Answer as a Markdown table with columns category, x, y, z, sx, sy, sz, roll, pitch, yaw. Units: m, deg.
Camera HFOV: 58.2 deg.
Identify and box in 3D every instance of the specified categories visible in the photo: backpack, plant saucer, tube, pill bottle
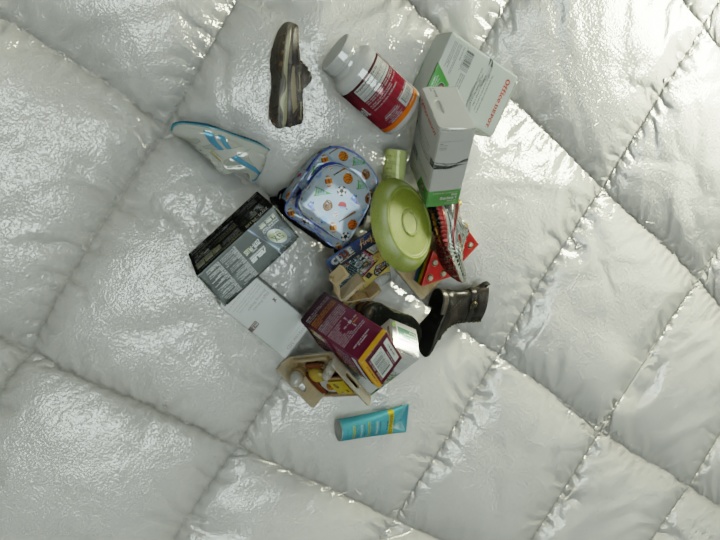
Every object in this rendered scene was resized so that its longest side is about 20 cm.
| category | x | y | z | sx | sy | sz | roll | pitch | yaw |
| --- | --- | --- | --- | --- | --- | --- | --- | --- | --- |
| backpack | -0.058 | -0.161 | 1.354 | 0.198 | 0.153 | 0.193 | 34 | 81 | -23 |
| plant saucer | 0.095 | -0.099 | 1.365 | 0.197 | 0.031 | 0.206 | 15 | 70 | -47 |
| tube | 0.032 | 0.381 | 1.601 | 0.195 | 0.050 | 0.080 | -4 | 114 | -26 |
| tube | 0.069 | -0.167 | 1.441 | 0.050 | 0.058 | 0.206 | 5 | 100 | -14 |
| pill bottle | 0.020 | -0.385 | 1.334 | 0.198 | 0.113 | 0.114 | 36 | 91 | -26 |

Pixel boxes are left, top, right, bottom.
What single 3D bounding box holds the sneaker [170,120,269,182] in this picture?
| category | x | y | z | sx | sy | sz | roll | pitch | yaw |
| --- | --- | --- | --- | --- | --- | --- | --- | --- | --- |
| sneaker | -0.280 | -0.239 | 1.277 | 0.196 | 0.076 | 0.083 | 17 | 101 | -23 |

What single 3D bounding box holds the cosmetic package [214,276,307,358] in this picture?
| category | x | y | z | sx | sy | sz | roll | pitch | yaw |
| --- | --- | --- | --- | --- | --- | --- | --- | --- | --- |
| cosmetic package | -0.209 | 0.088 | 1.401 | 0.199 | 0.074 | 0.102 | 41 | 87 | -25 |

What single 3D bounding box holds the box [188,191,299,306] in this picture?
| category | x | y | z | sx | sy | sz | roll | pitch | yaw |
| --- | --- | --- | --- | --- | --- | --- | --- | --- | --- |
| box | -0.238 | -0.049 | 1.299 | 0.200 | 0.163 | 0.087 | -43 | 115 | -6 |

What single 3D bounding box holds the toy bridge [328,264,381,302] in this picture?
| category | x | y | z | sx | sy | sz | roll | pitch | yaw |
| --- | --- | --- | --- | --- | --- | --- | --- | --- | --- |
| toy bridge | -0.021 | 0.037 | 1.375 | 0.067 | 0.027 | 0.199 | -42 | 155 | 11 |

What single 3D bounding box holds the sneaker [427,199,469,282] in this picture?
| category | x | y | z | sx | sy | sz | roll | pitch | yaw |
| --- | --- | --- | --- | --- | --- | --- | --- | --- | --- |
| sneaker | 0.213 | -0.067 | 1.446 | 0.080 | 0.078 | 0.205 | -21 | 112 | -15 |

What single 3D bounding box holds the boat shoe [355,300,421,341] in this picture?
| category | x | y | z | sx | sy | sz | roll | pitch | yaw |
| --- | --- | --- | --- | --- | --- | --- | --- | --- | --- |
| boat shoe | 0.066 | 0.120 | 1.522 | 0.198 | 0.073 | 0.077 | 34 | 82 | -37 |

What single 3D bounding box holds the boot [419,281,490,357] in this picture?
| category | x | y | z | sx | sy | sz | roll | pitch | yaw |
| --- | --- | --- | --- | --- | --- | --- | --- | --- | --- |
| boot | 0.236 | 0.122 | 1.593 | 0.170 | 0.069 | 0.204 | 0 | 120 | -34 |

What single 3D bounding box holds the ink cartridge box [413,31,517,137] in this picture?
| category | x | y | z | sx | sy | sz | roll | pitch | yaw |
| --- | --- | --- | --- | --- | --- | --- | --- | --- | --- |
| ink cartridge box | 0.229 | -0.406 | 1.428 | 0.197 | 0.083 | 0.149 | 24 | 95 | -25 |

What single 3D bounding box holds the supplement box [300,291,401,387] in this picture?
| category | x | y | z | sx | sy | sz | roll | pitch | yaw |
| --- | --- | --- | --- | --- | --- | --- | --- | --- | --- |
| supplement box | -0.021 | 0.144 | 1.368 | 0.086 | 0.198 | 0.111 | -48 | 140 | -16 |

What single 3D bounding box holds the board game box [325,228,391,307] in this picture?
| category | x | y | z | sx | sy | sz | roll | pitch | yaw |
| --- | --- | --- | --- | --- | --- | --- | --- | --- | --- |
| board game box | 0.000 | 0.000 | 1.415 | 0.134 | 0.035 | 0.201 | -33 | 154 | -11 |

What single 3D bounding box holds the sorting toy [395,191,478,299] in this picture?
| category | x | y | z | sx | sy | sz | roll | pitch | yaw |
| --- | --- | --- | --- | --- | --- | --- | --- | --- | --- |
| sorting toy | 0.163 | -0.061 | 1.509 | 0.199 | 0.069 | 0.201 | -45 | 116 | -4 |

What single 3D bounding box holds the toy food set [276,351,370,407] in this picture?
| category | x | y | z | sx | sy | sz | roll | pitch | yaw |
| --- | --- | --- | --- | --- | --- | --- | --- | --- | --- |
| toy food set | -0.084 | 0.255 | 1.445 | 0.144 | 0.197 | 0.061 | 50 | 52 | -25 |

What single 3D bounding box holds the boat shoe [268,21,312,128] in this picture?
| category | x | y | z | sx | sy | sz | roll | pitch | yaw |
| --- | --- | --- | --- | --- | --- | --- | --- | --- | --- |
| boat shoe | -0.139 | -0.389 | 1.299 | 0.072 | 0.074 | 0.205 | -5 | 116 | -30 |

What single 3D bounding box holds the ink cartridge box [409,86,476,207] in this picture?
| category | x | y | z | sx | sy | sz | roll | pitch | yaw |
| --- | --- | --- | --- | --- | --- | --- | --- | --- | --- |
| ink cartridge box | 0.168 | -0.260 | 1.362 | 0.082 | 0.149 | 0.203 | -6 | 140 | -11 |

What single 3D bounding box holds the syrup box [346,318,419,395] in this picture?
| category | x | y | z | sx | sy | sz | roll | pitch | yaw |
| --- | --- | --- | --- | --- | --- | --- | --- | --- | --- |
| syrup box | 0.042 | 0.203 | 1.474 | 0.077 | 0.083 | 0.200 | 23 | 131 | -28 |
